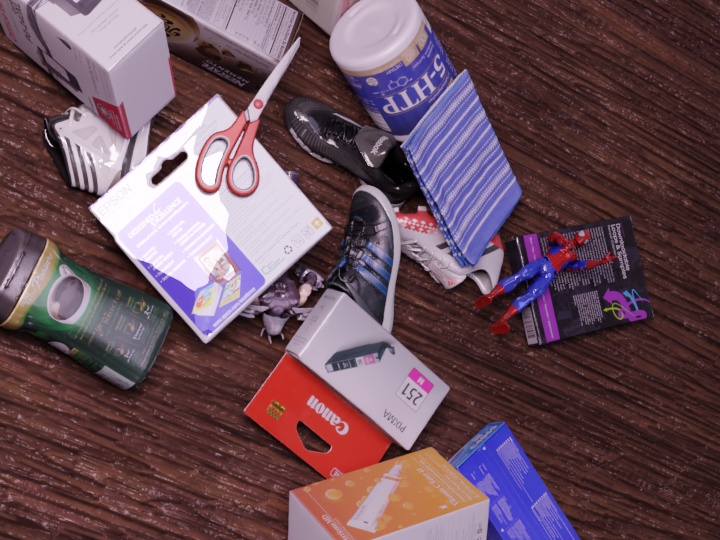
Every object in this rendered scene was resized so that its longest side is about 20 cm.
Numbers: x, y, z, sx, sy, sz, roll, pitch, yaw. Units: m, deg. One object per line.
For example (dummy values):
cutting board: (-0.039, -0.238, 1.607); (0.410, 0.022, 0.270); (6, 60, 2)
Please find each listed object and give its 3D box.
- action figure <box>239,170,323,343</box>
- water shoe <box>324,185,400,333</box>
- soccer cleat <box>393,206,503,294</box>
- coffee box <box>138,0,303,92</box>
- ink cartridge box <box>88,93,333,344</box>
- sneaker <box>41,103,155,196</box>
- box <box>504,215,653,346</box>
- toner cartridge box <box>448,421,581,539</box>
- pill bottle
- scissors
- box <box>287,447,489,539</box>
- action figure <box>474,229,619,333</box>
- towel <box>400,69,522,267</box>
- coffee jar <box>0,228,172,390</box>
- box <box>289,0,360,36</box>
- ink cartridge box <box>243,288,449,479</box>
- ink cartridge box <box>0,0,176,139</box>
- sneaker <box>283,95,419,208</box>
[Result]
action figure: (-0.101, -0.016, 1.571); (0.129, 0.069, 0.203); (5, 83, -34)
water shoe: (0.000, 0.000, 1.593); (0.078, 0.071, 0.203); (-5, 95, -45)
soccer cleat: (0.096, -0.023, 1.676); (0.198, 0.068, 0.086); (14, 71, -30)
coffee box: (-0.181, -0.296, 1.549); (0.199, 0.113, 0.081); (26, 70, -22)
ink cartridge box: (-0.166, -0.057, 1.499); (0.198, 0.043, 0.200); (-42, 95, -11)
sneaker: (-0.290, -0.184, 1.492); (0.114, 0.075, 0.203); (11, 79, -28)
box: (0.294, 0.013, 1.793); (0.198, 0.036, 0.145); (-10, 86, -28)
toner cartridge box: (0.193, 0.300, 1.682); (0.095, 0.043, 0.201); (-37, 99, -29)
pill bottle: (0.056, -0.228, 1.628); (0.200, 0.119, 0.120); (52, 58, -44)
scissors: (-0.125, -0.177, 1.489); (0.072, 0.014, 0.202); (18, 83, -8)
box: (0.031, 0.296, 1.534); (0.198, 0.124, 0.099); (-13, 120, -29)
action figure: (0.244, -0.001, 1.693); (0.200, 0.099, 0.066); (-39, 100, -34)
towel: (0.129, -0.119, 1.625); (0.145, 0.024, 0.201); (-52, 131, -28)
coffee jar: (-0.309, 0.041, 1.437); (0.199, 0.085, 0.105); (31, 71, -21)
box: (0.003, -0.404, 1.642); (0.109, 0.128, 0.200); (41, 63, 12)
ink cartridge box: (-0.013, 0.149, 1.558); (0.200, 0.043, 0.174); (42, 76, -28)
ink cartridge box: (-0.298, -0.255, 1.419); (0.199, 0.146, 0.083); (39, 71, 15)
sneaker: (-0.002, -0.152, 1.631); (0.199, 0.090, 0.067); (38, 65, -17)
